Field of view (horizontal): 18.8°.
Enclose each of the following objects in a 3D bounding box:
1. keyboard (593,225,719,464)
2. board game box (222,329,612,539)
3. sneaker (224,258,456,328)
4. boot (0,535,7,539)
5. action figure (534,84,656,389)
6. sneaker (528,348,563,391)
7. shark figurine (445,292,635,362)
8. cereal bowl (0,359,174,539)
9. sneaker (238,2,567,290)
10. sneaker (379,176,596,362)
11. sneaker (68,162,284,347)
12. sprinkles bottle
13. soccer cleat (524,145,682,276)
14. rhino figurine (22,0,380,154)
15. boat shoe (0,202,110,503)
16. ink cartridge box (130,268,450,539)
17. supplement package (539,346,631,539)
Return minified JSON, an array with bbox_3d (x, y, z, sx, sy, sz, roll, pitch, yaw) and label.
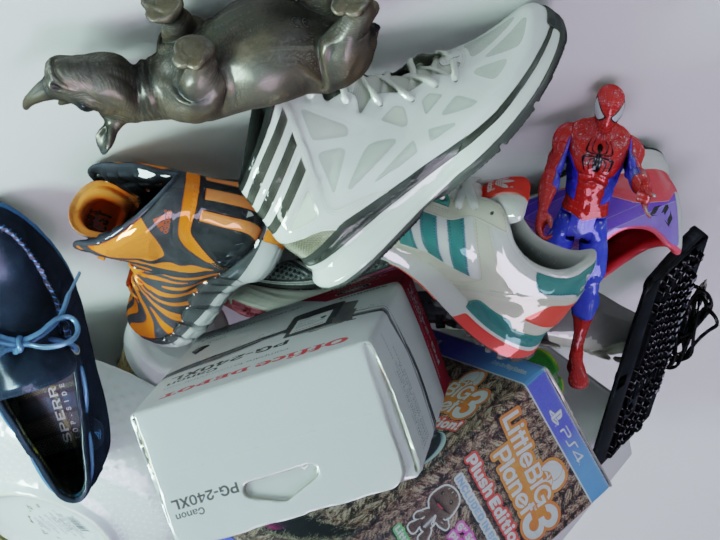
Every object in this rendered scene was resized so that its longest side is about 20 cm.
[{"bbox_3d":[0.211,0.052,1.480,0.104,0.039,0.201,-46,159,-35],"label":"keyboard"},{"bbox_3d":[0.024,0.143,1.360,0.200,0.097,0.159,-39,-155,-19],"label":"board game box"},{"bbox_3d":[0.000,0.000,1.393,0.198,0.075,0.081,-2,173,10],"label":"sneaker"},{"bbox_3d":[-0.193,0.235,1.681,0.066,0.175,0.200,-58,149,1],"label":"boot"},{"bbox_3d":[0.134,-0.012,1.334,0.065,0.099,0.201,10,114,1],"label":"action figure"},{"bbox_3d":[0.052,0.119,1.507,0.199,0.074,0.084,-26,-177,7],"label":"sneaker"},{"bbox_3d":[0.156,0.017,1.513,0.213,0.090,0.128,10,-179,-27],"label":"shark figurine"},{"bbox_3d":[-0.198,0.137,1.458,0.199,0.084,0.201,14,148,9],"label":"cereal bowl"},{"bbox_3d":[0.014,-0.095,1.193,0.201,0.076,0.115,-45,108,1],"label":"sneaker"},{"bbox_3d":[0.050,-0.037,1.277,0.199,0.070,0.093,38,120,-10],"label":"sneaker"},{"bbox_3d":[-0.126,-0.018,1.298,0.111,0.078,0.200,16,152,-21],"label":"sneaker"},{"bbox_3d":[-0.141,0.084,1.491,0.068,0.069,0.200,-5,154,-19],"label":"sprinkles bottle"},{"bbox_3d":[0.115,-0.012,1.422,0.199,0.074,0.068,-23,154,17],"label":"soccer cleat"},{"bbox_3d":[-0.082,-0.109,1.132,0.199,0.060,0.088,-16,157,7],"label":"rhino figurine"},{"bbox_3d":[-0.189,0.051,1.301,0.084,0.069,0.201,-21,122,6],"label":"boat shoe"},{"bbox_3d":[-0.035,0.075,1.257,0.144,0.084,0.200,-18,-172,10],"label":"ink cartridge box"},{"bbox_3d":[0.092,0.157,1.605,0.200,0.120,0.121,-49,157,-12],"label":"supplement package"}]
